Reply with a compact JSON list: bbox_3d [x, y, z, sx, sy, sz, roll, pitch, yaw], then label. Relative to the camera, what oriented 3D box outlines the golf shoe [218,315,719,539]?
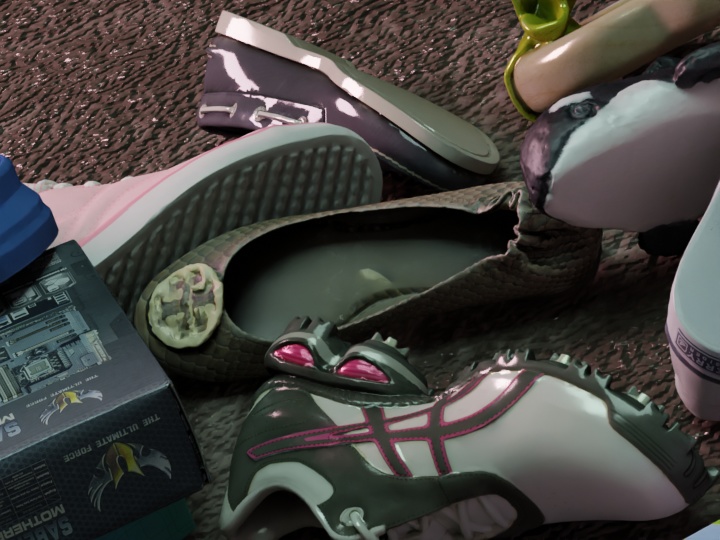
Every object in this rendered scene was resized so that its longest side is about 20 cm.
[{"bbox_3d":[0.037,0.076,1.079,0.200,0.077,0.088,5,57,42],"label":"golf shoe"}]

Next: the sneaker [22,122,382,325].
[{"bbox_3d":[-0.095,-0.020,1.303,0.200,0.075,0.105,-30,35,-9],"label":"sneaker"}]

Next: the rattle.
[{"bbox_3d":[0.128,-0.154,1.285,0.130,0.143,0.200,-12,-9,-32],"label":"rattle"}]

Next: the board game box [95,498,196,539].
[{"bbox_3d":[-0.185,0.121,1.150,0.200,0.045,0.152,-37,32,-28],"label":"board game box"}]

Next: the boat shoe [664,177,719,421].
[{"bbox_3d":[0.171,-0.029,1.132,0.072,0.066,0.200,22,60,10],"label":"boat shoe"}]

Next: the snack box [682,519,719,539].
[{"bbox_3d":[0.151,0.141,0.879,0.168,0.068,0.200,-27,28,-12],"label":"snack box"}]

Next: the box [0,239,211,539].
[{"bbox_3d":[-0.171,0.072,1.124,0.200,0.051,0.158,-25,25,-9],"label":"box"}]

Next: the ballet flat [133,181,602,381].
[{"bbox_3d":[0.000,0.000,1.220,0.199,0.046,0.068,-10,72,11],"label":"ballet flat"}]

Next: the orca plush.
[{"bbox_3d":[0.145,-0.076,1.203,0.200,0.105,0.071,-25,50,-11],"label":"orca plush"}]

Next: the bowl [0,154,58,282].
[{"bbox_3d":[-0.220,0.007,1.202,0.200,0.039,0.201,-22,11,5],"label":"bowl"}]

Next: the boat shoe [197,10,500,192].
[{"bbox_3d":[-0.010,-0.062,1.364,0.200,0.073,0.063,31,99,49],"label":"boat shoe"}]
